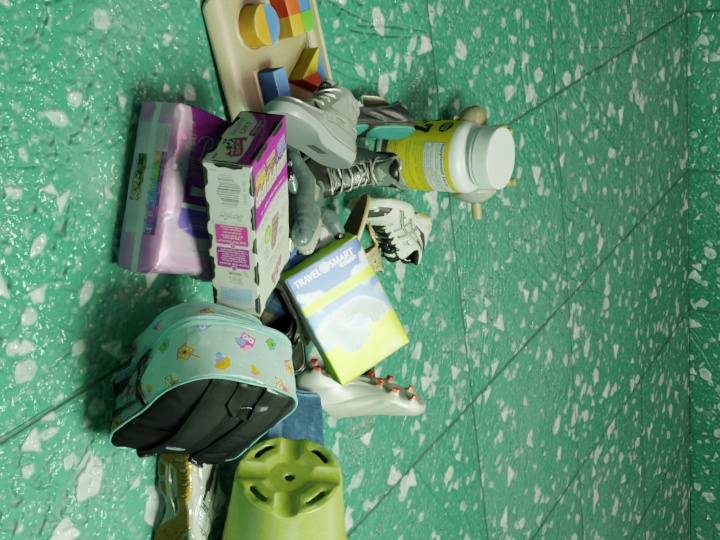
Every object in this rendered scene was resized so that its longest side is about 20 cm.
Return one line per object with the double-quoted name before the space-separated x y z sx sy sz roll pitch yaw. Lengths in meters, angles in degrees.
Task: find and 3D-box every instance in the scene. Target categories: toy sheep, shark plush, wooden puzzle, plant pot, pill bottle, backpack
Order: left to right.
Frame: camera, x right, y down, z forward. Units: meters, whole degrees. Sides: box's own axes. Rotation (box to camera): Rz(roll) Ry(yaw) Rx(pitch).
"backpack" -0.170 0.123 1.014 0.175 0.200 0.154 21 54 -32
"wooden puzzle" -0.105 -0.286 1.180 0.200 0.046 0.186 -36 122 -46
"plant pot" -0.095 0.320 1.140 0.200 0.200 0.185 -37 142 -46
"shark plush" -0.075 -0.112 1.187 0.083 0.091 0.201 45 42 -64
"pill bottle" 0.134 -0.181 1.417 0.114 0.199 0.115 -15 108 -54
"toy sheep" 0.203 -0.189 1.574 0.138 0.137 0.201 -1 88 -55

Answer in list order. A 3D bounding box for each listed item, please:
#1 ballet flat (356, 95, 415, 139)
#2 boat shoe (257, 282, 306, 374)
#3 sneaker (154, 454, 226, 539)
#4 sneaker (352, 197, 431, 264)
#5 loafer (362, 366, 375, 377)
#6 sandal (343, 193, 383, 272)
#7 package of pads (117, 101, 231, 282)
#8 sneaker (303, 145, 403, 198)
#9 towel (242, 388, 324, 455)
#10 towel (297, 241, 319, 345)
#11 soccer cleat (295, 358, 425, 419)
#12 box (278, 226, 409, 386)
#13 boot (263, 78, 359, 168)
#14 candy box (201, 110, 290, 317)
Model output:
"ballet flat" -0.002 -0.228 1.336 0.200 0.073 0.073 -11 106 -42
"boat shoe" -0.113 0.080 1.216 0.069 0.057 0.200 -40 134 -20
"sneaker" -0.205 0.312 1.129 0.088 0.075 0.201 1 96 -55
"sneaker" 0.053 -0.060 1.418 0.200 0.075 0.088 20 79 -54
"loafer" -0.015 0.098 1.378 0.073 0.071 0.201 -1 107 -10
"sandal" -0.002 0.000 1.308 0.069 0.078 0.212 22 82 -18
"package of pads" -0.209 -0.090 1.049 0.120 0.075 0.201 10 88 -59
"sneaker" -0.006 -0.144 1.296 0.200 0.115 0.075 -28 119 -50
"towel" -0.123 0.201 1.206 0.200 0.048 0.112 29 46 -48
"towel" -0.096 0.001 1.275 0.144 0.023 0.200 -62 141 -26
"soccer cleat" -0.002 0.191 1.336 0.069 0.199 0.078 -111 -142 -74
"box" -0.027 0.044 1.239 0.122 0.048 0.200 -33 109 -15
"boot" -0.060 -0.209 1.172 0.200 0.073 0.096 31 66 -64
"candy box" -0.130 -0.067 1.048 0.137 0.061 0.201 -69 163 -55
